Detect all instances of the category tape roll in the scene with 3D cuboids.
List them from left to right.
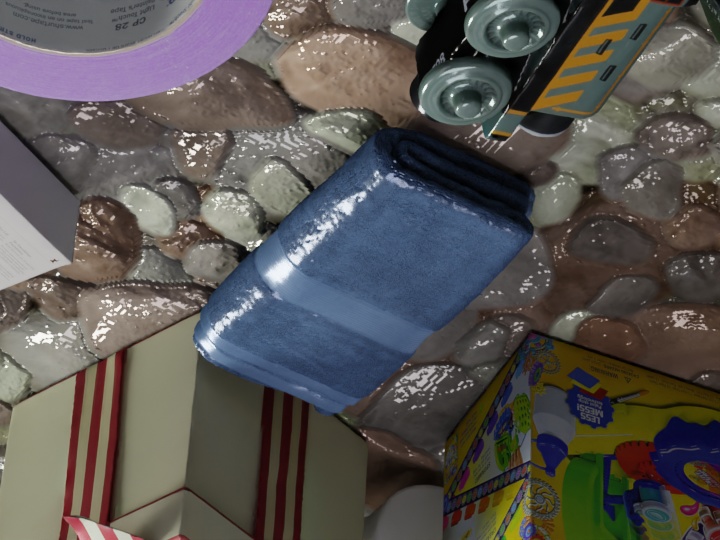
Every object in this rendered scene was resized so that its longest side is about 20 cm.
[{"bbox_3d":[-0.134,-0.171,1.273,0.198,0.066,0.201,1,140,1],"label":"tape roll"}]

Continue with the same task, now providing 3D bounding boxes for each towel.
[{"bbox_3d":[0.000,0.000,1.477,0.111,0.049,0.200,25,136,-24],"label":"towel"}]

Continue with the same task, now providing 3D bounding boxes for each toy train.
[{"bbox_3d":[0.098,-0.134,1.293,0.113,0.086,0.200,9,140,-22],"label":"toy train"}]

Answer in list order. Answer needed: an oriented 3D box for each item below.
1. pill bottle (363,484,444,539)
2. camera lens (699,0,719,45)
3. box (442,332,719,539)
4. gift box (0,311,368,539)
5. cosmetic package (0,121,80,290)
[{"bbox_3d":[0.005,0.223,1.685,0.113,0.114,0.200,21,136,-20],"label":"pill bottle"},{"bbox_3d":[0.242,-0.167,1.159,0.198,0.161,0.161,-7,141,-10],"label":"camera lens"},{"bbox_3d":[0.159,0.170,1.553,0.199,0.194,0.122,17,138,-17],"label":"box"},{"bbox_3d":[-0.119,0.158,1.561,0.184,0.188,0.200,-31,130,32],"label":"gift box"},{"bbox_3d":[-0.236,-0.066,1.412,0.082,0.051,0.200,-18,135,25],"label":"cosmetic package"}]
